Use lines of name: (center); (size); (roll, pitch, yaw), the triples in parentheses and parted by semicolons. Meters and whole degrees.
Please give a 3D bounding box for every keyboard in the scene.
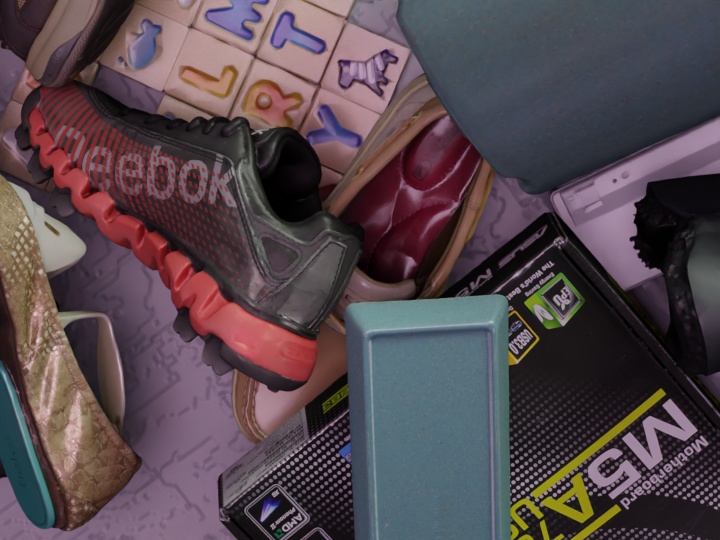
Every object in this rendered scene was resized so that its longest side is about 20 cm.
keyboard: (0.188, -0.052, 1.013); (0.200, 0.011, 0.056); (-26, 97, 9)

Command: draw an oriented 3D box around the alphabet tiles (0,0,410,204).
alphabet tiles: (-0.064, -0.107, 1.039); (0.167, 0.008, 0.200); (25, 99, 4)

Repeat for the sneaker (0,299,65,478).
sneaker: (-0.182, 0.005, 1.041); (0.091, 0.076, 0.200); (4, 104, -3)

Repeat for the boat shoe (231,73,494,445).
boat shoe: (0.000, 0.000, 1.008); (0.074, 0.066, 0.200); (26, 99, -5)

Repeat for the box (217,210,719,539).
box: (0.070, 0.106, 0.999); (0.200, 0.048, 0.193); (-38, 107, 9)

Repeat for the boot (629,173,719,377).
boot: (0.215, 0.020, 0.925); (0.168, 0.200, 0.076); (-15, 135, -5)

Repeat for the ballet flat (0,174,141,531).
ballet flat: (-0.148, 0.018, 0.991); (0.065, 0.070, 0.200); (-27, 114, -28)

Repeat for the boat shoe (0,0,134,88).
boat shoe: (-0.113, -0.174, 0.962); (0.073, 0.075, 0.200); (33, 112, 1)

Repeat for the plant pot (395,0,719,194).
plant pot: (0.120, -0.141, 0.927); (0.196, 0.200, 0.200); (-29, 92, 17)

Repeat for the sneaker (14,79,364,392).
sneaker: (-0.072, -0.037, 0.984); (0.200, 0.071, 0.098); (42, 102, 31)

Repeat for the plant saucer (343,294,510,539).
plant saucer: (0.032, 0.108, 0.963); (0.070, 0.019, 0.200); (-3, 112, -3)
